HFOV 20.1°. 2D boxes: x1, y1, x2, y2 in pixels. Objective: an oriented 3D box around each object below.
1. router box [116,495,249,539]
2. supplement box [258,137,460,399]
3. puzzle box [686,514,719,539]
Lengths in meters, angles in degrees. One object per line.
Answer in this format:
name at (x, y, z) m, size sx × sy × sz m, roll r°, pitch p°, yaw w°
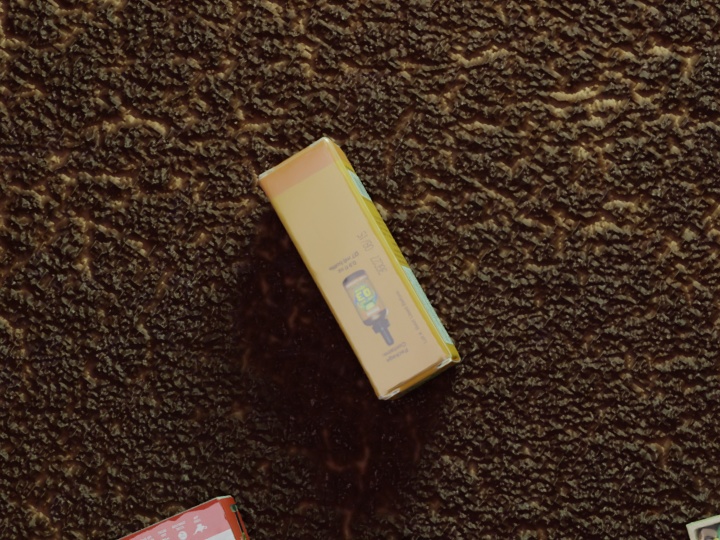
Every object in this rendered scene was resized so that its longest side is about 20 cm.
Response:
router box at (-0.160, 0.295, 1.576) m, size 0.200 × 0.049 × 0.180 m, roll -24°, pitch 82°, yaw 6°
supplement box at (0.000, 0.000, 1.566) m, size 0.066 × 0.069 × 0.200 m, roll -30°, pitch 80°, yaw 6°
puzzle box at (0.335, 0.267, 1.511) m, size 0.133 × 0.025 × 0.201 m, roll -18°, pitch 83°, yaw 7°
